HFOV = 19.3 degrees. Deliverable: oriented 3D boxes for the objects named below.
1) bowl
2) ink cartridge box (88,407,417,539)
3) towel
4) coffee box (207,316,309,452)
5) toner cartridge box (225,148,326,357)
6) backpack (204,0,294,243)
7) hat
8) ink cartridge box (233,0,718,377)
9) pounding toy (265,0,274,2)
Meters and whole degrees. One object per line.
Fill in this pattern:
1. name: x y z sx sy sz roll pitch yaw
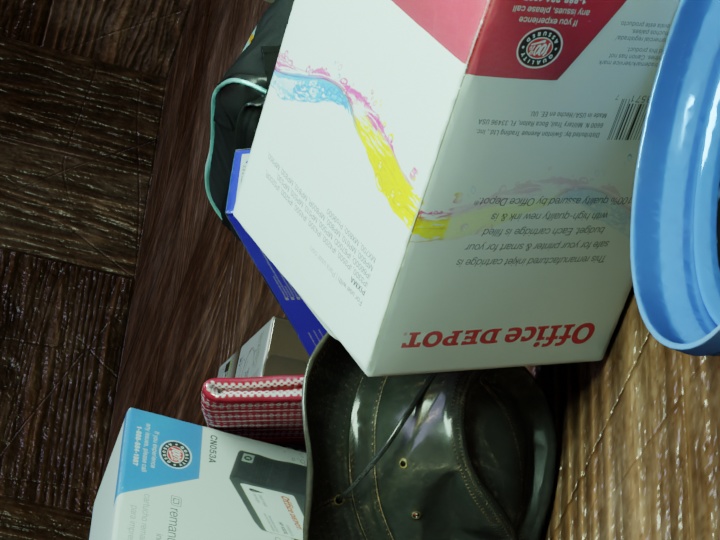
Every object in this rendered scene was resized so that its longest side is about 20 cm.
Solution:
1. bowl: 0.159 -0.063 0.815 0.201 0.039 0.202 -167 90 -80
2. ink cartridge box: -0.051 0.175 1.191 0.145 0.199 0.084 -91 20 -54
3. towel: -0.018 0.077 1.209 0.200 0.144 0.023 103 164 -79
4. coffee box: -0.032 0.097 1.422 0.200 0.112 0.080 137 145 -72
5. toner cartridge box: 0.000 0.000 1.187 0.200 0.094 0.043 64 -151 -56
6. backpack: -0.005 -0.073 1.321 0.154 0.175 0.200 -58 -6 -33
7. hat: 0.051 0.095 1.046 0.200 0.081 0.202 -8 -80 -56
8. ink cartridge box: 0.053 -0.072 0.976 0.145 0.145 0.201 47 128 44
9. pounding toy: 0.023 -0.284 1.459 0.142 0.199 0.185 37 -117 -71
